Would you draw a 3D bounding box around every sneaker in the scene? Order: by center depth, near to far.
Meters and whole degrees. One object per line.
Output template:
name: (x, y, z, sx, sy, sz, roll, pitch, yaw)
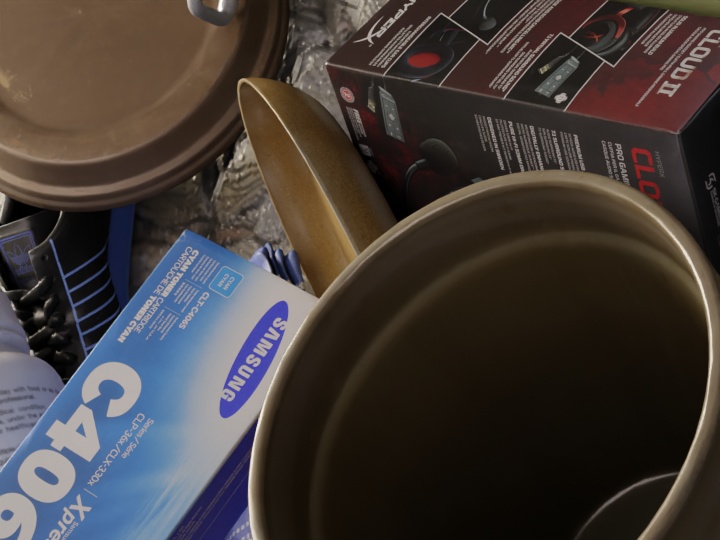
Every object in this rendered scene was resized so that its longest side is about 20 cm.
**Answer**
sneaker: (-0.159, 0.019, 1.139, 0.070, 0.078, 0.202, -16, 73, 35)

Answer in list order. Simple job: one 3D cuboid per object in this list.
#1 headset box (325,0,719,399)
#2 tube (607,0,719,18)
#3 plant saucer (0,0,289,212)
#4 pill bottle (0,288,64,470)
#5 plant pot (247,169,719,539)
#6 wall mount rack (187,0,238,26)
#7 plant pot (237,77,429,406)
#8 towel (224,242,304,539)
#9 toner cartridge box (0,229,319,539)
headset box: (0.099, -0.033, 0.893, 0.199, 0.149, 0.075, 16, 49, 38)
tube: (0.146, -0.126, 0.893, 0.198, 0.058, 0.052, 11, 80, 17)
plant saucer: (-0.135, -0.127, 1.118, 0.198, 0.030, 0.202, -6, 66, 13)
pill bottle: (-0.183, 0.112, 1.061, 0.113, 0.113, 0.201, -39, 65, 27)
plant pot: (0.084, 0.093, 0.829, 0.199, 0.174, 0.201, -21, 48, 25)
wall mount rack: (-0.013, -0.202, 1.042, 0.198, 0.074, 0.176, 7, 91, 18)
plant pot: (0.000, 0.000, 0.968, 0.027, 0.201, 0.201, -27, 61, -8)
towel: (-0.064, 0.103, 1.035, 0.145, 0.024, 0.201, -45, 40, 42)
toner cartridge box: (-0.097, 0.085, 0.969, 0.095, 0.043, 0.201, 27, 71, 29)
